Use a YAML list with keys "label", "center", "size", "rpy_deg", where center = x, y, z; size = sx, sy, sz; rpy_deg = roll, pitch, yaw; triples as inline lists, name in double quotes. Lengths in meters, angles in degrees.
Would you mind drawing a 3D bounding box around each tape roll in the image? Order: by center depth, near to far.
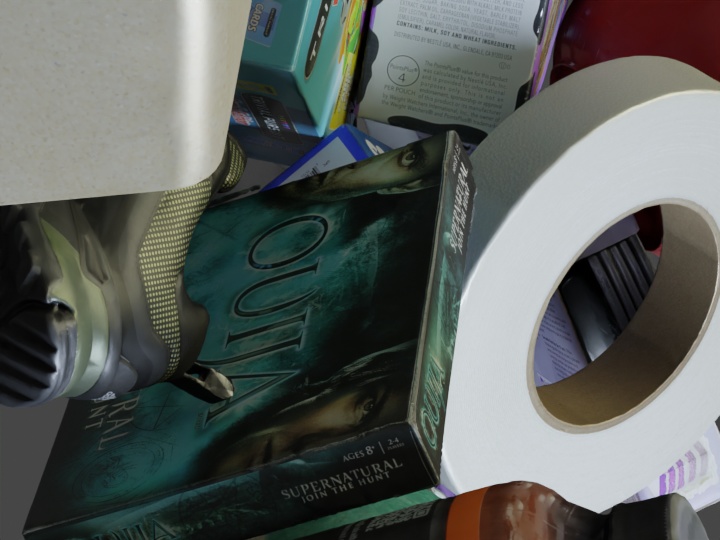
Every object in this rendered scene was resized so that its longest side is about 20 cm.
- label: "tape roll"
  center: [0.096, 0.011, 1.152]
  size: [0.037, 0.203, 0.203]
  rpy_deg: [35, -13, 40]

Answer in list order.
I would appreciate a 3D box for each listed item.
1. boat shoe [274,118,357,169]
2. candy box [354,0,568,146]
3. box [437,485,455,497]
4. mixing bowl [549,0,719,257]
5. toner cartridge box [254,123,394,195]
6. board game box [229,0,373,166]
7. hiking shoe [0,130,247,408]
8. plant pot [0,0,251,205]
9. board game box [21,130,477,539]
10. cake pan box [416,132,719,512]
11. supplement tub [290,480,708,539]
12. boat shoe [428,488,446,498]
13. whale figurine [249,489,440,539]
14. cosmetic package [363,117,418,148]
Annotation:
- label: "boat shoe"
  center: [-0.031, -0.107, 1.243]
  size: [0.199, 0.066, 0.075]
  rpy_deg: [52, 26, -52]
- label: "candy box"
  center: [0.059, -0.175, 1.149]
  size: [0.168, 0.072, 0.200]
  rpy_deg: [-67, 168, -64]
- label: "box"
  center: [0.046, 0.081, 1.361]
  size: [0.200, 0.039, 0.137]
  rpy_deg: [-73, 142, -65]
- label: "mixing bowl"
  center: [0.156, -0.075, 1.277]
  size: [0.200, 0.108, 0.200]
  rpy_deg: [57, -13, 20]
- label: "toner cartridge box"
  center: [0.000, 0.000, 1.170]
  size: [0.043, 0.095, 0.200]
  rpy_deg: [56, 11, 16]
- label: "board game box"
  center: [-0.019, -0.129, 1.073]
  size: [0.200, 0.047, 0.151]
  rpy_deg: [63, 40, -81]
- label: "hiking shoe"
  center: [-0.089, -0.052, 0.914]
  size: [0.101, 0.076, 0.200]
  rpy_deg: [6, 74, -44]
- label: "plant pot"
  center: [-0.113, -0.124, 0.757]
  size: [0.200, 0.200, 0.177]
  rpy_deg: [-83, 165, -51]
- label: "board game box"
  center: [-0.032, 0.026, 0.968]
  size: [0.200, 0.135, 0.028]
  rpy_deg: [-80, 149, -60]
- label: "cake pan box"
  center: [0.098, 0.013, 1.328]
  size: [0.184, 0.052, 0.200]
  rpy_deg: [65, -7, -12]
- label: "supplement tub"
  center: [0.016, 0.130, 0.900]
  size: [0.107, 0.200, 0.107]
  rpy_deg: [-17, 90, -74]
- label: "boat shoe"
  center: [0.012, 0.117, 1.137]
  size: [0.060, 0.076, 0.200]
  rpy_deg: [-82, 156, -56]
- label: "whale figurine"
  center: [0.015, 0.168, 1.038]
  size: [0.159, 0.104, 0.200]
  rpy_deg: [-40, 112, -74]
- label: "cosmetic package"
  center: [0.036, -0.117, 1.482]
  size: [0.101, 0.071, 0.200]
  rpy_deg: [1, 73, -75]
